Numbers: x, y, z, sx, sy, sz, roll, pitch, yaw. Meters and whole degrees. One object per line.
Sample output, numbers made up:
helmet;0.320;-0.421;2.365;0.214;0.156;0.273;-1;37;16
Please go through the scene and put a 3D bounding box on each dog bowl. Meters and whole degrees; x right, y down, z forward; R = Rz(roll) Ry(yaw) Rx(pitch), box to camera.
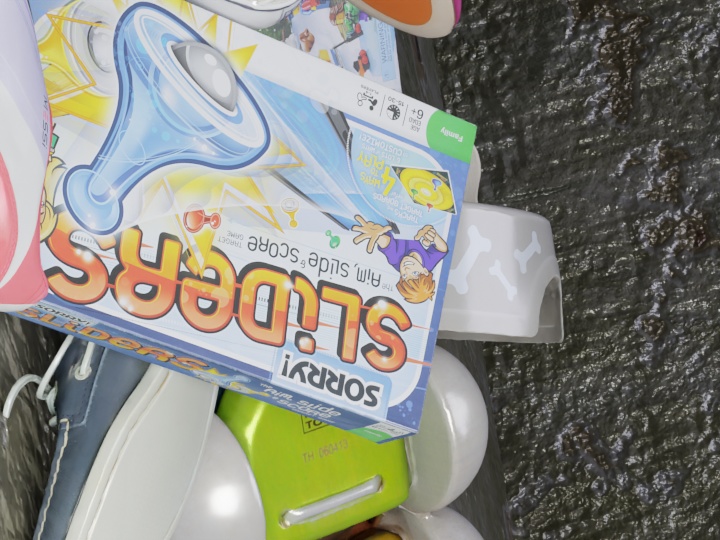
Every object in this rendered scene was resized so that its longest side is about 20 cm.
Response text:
dog bowl;0.000;0.000;0.974;0.200;0.198;0.059;22;72;-81

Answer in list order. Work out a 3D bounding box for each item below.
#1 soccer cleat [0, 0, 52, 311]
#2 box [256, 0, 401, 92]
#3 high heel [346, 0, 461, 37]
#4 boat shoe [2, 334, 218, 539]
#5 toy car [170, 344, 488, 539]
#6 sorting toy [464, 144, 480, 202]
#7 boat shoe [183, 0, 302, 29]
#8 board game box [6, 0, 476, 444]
soccer cleat;-0.142;-0.081;0.741;0.073;0.068;0.202;31;48;-51
box;-0.039;-0.098;1.142;0.136;0.038;0.202;-20;110;-39
high heel;-0.002;-0.199;0.927;0.200;0.067;0.097;55;41;-34
boat shoe;-0.096;0.041;0.852;0.075;0.061;0.202;46;59;-65
toy car;-0.038;0.116;0.984;0.150;0.174;0.202;24;-54;51
sorting toy;-0.008;-0.032;1.282;0.200;0.178;0.108;63;16;-61
boat shoe;-0.100;-0.164;0.800;0.070;0.199;0.071;-45;-162;59
board game box;-0.056;-0.027;0.820;0.034;0.199;0.137;-21;-127;59
